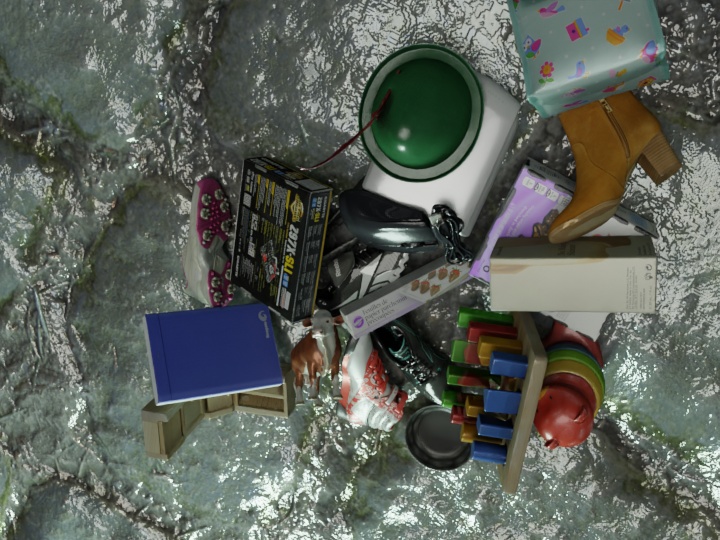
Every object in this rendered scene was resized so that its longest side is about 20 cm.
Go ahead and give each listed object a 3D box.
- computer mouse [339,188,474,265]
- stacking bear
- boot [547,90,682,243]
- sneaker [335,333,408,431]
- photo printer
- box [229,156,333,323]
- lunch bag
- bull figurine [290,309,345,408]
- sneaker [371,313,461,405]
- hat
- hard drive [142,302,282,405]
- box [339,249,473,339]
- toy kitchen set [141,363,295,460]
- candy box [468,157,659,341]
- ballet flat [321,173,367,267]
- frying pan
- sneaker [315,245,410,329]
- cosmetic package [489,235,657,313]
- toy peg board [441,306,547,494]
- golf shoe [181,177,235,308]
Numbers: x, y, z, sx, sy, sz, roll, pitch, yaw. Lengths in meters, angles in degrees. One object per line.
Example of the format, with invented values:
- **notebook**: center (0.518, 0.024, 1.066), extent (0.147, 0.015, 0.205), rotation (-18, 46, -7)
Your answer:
- **computer mouse**: center (0.047, -0.055, 1.032), extent (0.197, 0.139, 0.053), rotation (19, 72, 28)
- **stacking bear**: center (0.276, 0.164, 1.042), extent (0.114, 0.200, 0.121), rotation (44, 115, -2)
- **boot**: center (0.286, -0.138, 0.967), extent (0.199, 0.071, 0.145), rotation (-32, 70, -3)
- **sneaker**: center (0.026, 0.166, 1.180), extent (0.106, 0.068, 0.204), rotation (16, 130, 10)
- **photo printer**: center (0.113, -0.171, 1.031), extent (0.164, 0.069, 0.203), rotation (26, 100, 7)
- **box**: center (-0.122, -0.048, 1.137), extent (0.158, 0.049, 0.204), rotation (27, 117, 37)
- **lunch bag**: center (0.266, -0.311, 0.922), extent (0.167, 0.121, 0.204), rotation (-13, 81, 25)
- **bull figurine**: center (-0.064, 0.136, 1.157), extent (0.064, 0.200, 0.124), rotation (2, 73, -13)
- **sneaker**: center (0.077, 0.135, 1.160), extent (0.075, 0.079, 0.200), rotation (-40, 95, 18)
- **hat**: center (0.055, -0.183, 0.914), extent (0.163, 0.176, 0.203), rotation (24, 100, 10)
- **hard drive**: center (-0.223, 0.123, 1.175), extent (0.025, 0.197, 0.135), rotation (-36, 63, 55)
- **box**: center (0.067, 0.032, 1.096), extent (0.197, 0.041, 0.039), rotation (-27, 106, -10)
- **toy kitchen set**: center (-0.220, 0.178, 1.201), extent (0.177, 0.200, 0.167), rotation (5, 111, 15)
- **candy box**: center (0.273, -0.029, 1.046), extent (0.197, 0.072, 0.170), rotation (28, 114, 6)
- **ballet flat**: center (-0.010, -0.072, 1.127), extent (0.066, 0.057, 0.200), rotation (42, 114, -1)
- **frying pan**: center (0.157, 0.246, 1.201), extent (0.188, 0.031, 0.116), rotation (-28, 99, 20)
- **sneaker**: center (0.000, 0.000, 1.130), extent (0.089, 0.067, 0.201), rotation (24, 120, -28)
- **cosmetic package**: center (0.265, 0.003, 0.964), extent (0.196, 0.105, 0.073), rotation (0, 107, 16)
- **toy peg board**: center (0.174, 0.159, 1.059), extent (0.096, 0.200, 0.204), rotation (8, 111, 0)
- **golf shoe**: center (-0.251, -0.043, 1.207), extent (0.090, 0.075, 0.205), rotation (6, 103, 35)
